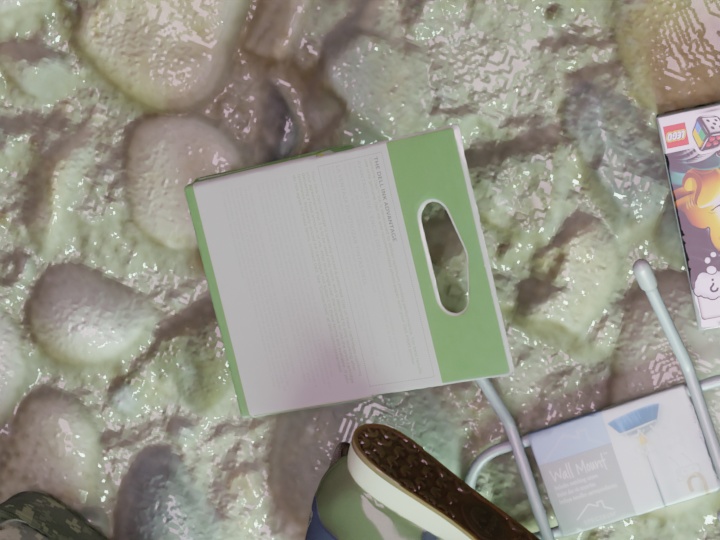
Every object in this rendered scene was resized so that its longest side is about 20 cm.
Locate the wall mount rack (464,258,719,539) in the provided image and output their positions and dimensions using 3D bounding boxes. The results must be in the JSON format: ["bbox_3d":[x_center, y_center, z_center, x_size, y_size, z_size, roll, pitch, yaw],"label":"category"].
[{"bbox_3d":[0.139,0.090,1.305,0.199,0.075,0.175,-19,93,15],"label":"wall mount rack"}]

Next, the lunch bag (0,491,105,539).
[{"bbox_3d":[-0.186,0.244,1.342,0.200,0.168,0.140,41,103,3],"label":"lunch bag"}]

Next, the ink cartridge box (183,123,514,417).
[{"bbox_3d":[0.000,0.000,1.302,0.199,0.048,0.147,-11,95,34],"label":"ink cartridge box"}]

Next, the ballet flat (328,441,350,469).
[{"bbox_3d":[-0.004,0.205,1.356,0.067,0.068,0.201,-16,92,20],"label":"ballet flat"}]

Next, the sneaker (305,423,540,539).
[{"bbox_3d":[0.053,0.181,1.283,0.200,0.067,0.090,40,118,5],"label":"sneaker"}]

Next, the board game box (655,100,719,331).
[{"bbox_3d":[0.277,-0.047,1.285,0.199,0.035,0.127,-12,96,12],"label":"board game box"}]
